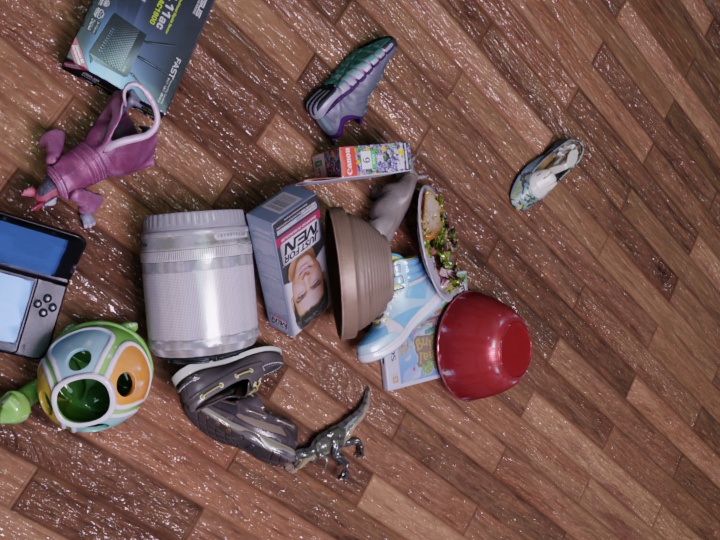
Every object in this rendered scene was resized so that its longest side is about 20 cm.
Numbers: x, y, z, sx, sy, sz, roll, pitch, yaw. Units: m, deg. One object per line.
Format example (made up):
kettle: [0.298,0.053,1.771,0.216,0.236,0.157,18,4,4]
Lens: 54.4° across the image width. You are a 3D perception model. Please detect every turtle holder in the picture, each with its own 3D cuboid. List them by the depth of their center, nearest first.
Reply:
turtle holder: [-0.370,0.142,0.921,0.180,0.132,0.145,13,102,-13]

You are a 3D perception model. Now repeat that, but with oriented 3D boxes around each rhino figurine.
rhino figurine: [0.053,-0.117,1.190,0.060,0.087,0.203,39,70,-25]

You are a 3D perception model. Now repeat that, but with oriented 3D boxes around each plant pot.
plant pot: [0.000,0.000,1.090,0.090,0.201,0.207,-6,95,-8]

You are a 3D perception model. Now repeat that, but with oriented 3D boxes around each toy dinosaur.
toy dinosaur: [-0.033,0.292,1.178,0.198,0.047,0.090,-36,101,-27]

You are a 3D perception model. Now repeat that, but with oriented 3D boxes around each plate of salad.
plate of salad: [0.142,-0.049,1.208,0.199,0.047,0.206,-13,91,-69]

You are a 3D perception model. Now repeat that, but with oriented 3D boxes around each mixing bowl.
mixing bowl: [0.241,0.139,1.267,0.197,0.107,0.207,1,89,-43]

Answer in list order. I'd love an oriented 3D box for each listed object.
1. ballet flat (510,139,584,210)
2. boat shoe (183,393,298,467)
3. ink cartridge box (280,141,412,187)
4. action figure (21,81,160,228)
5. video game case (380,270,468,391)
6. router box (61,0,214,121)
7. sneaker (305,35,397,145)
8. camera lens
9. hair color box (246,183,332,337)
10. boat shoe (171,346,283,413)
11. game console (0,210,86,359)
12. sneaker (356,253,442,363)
ballet flat: [0.371,-0.195,1.378,0.200,0.074,0.075,-47,111,-20]
boat shoe: [-0.182,0.232,1.087,0.198,0.074,0.075,35,50,-21]
ink cartridge box: [-0.026,-0.172,1.133,0.195,0.108,0.052,-10,96,-28]
action figure: [-0.354,-0.139,0.933,0.200,0.147,0.136,-45,115,-27]
video game case: [0.119,0.106,1.269,0.195,0.022,0.188,-9,95,-29]
router box: [-0.312,-0.340,0.995,0.148,0.062,0.205,26,79,-28]
sneaker: [-0.004,-0.304,1.176,0.200,0.074,0.088,-45,127,-13]
camera lens: [-0.228,0.021,0.995,0.156,0.159,0.207,-6,94,-28]
hair color box: [-0.104,-0.014,1.064,0.099,0.060,0.204,-38,136,-37]
boat shoe: [-0.186,0.162,1.044,0.198,0.072,0.061,-9,61,-49]
game console: [-0.471,0.014,0.883,0.196,0.118,0.177,18,82,-27]
sneaker: [0.043,0.051,1.173,0.199,0.079,0.133,-40,111,-32]
